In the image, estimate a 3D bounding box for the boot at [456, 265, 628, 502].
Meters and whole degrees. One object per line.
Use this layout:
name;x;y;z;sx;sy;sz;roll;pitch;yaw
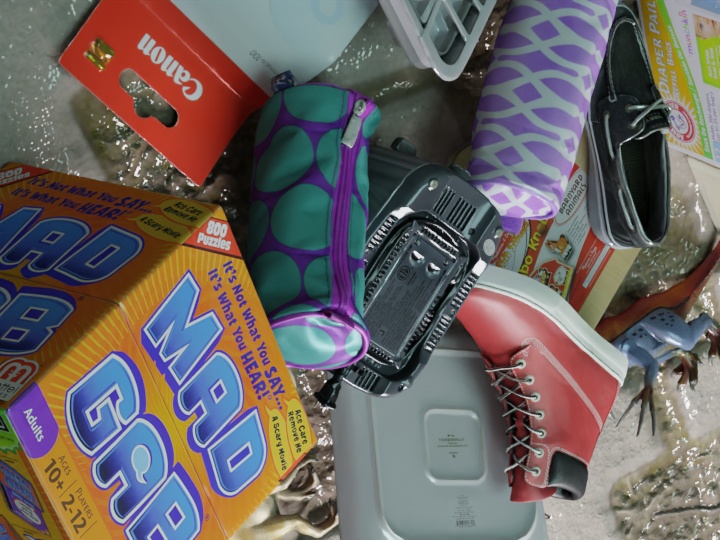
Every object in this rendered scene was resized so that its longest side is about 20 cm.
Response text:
boot;0.118;0.093;1.633;0.200;0.072;0.145;37;65;-35

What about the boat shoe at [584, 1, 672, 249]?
boat shoe;0.216;-0.114;1.687;0.072;0.071;0.201;-17;105;-32

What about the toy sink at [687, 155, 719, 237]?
toy sink;0.395;-0.066;1.774;0.130;0.200;0.112;-42;128;-16

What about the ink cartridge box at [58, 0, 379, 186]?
ink cartridge box;-0.089;-0.173;1.467;0.200;0.047;0.160;-54;131;-8

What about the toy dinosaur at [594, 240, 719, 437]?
toy dinosaur;0.215;0.061;1.803;0.181;0.105;0.201;15;63;-27

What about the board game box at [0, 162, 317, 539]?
board game box;-0.188;0.080;1.374;0.200;0.200;0.200;-46;132;-33

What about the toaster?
toaster;0.000;0.000;1.554;0.114;0.129;0.200;32;88;-40

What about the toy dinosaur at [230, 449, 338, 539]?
toy dinosaur;-0.072;0.188;1.645;0.101;0.058;0.200;-24;122;-9

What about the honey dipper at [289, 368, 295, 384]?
honey dipper;-0.138;0.122;1.568;0.200;0.038;0.038;-31;125;-20

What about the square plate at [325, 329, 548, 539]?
square plate;0.066;0.137;1.659;0.200;0.028;0.199;4;73;-34

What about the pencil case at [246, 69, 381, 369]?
pencil case;-0.031;-0.033;1.452;0.085;0.092;0.200;23;54;-31

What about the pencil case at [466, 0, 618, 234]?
pencil case;0.132;-0.135;1.598;0.084;0.086;0.200;18;75;0

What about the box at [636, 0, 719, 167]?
box;0.296;-0.189;1.704;0.101;0.112;0.200;-32;126;-24

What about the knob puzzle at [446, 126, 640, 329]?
knob puzzle;0.131;-0.034;1.700;0.219;0.030;0.220;-5;99;-34

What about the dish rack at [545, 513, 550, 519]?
dish rack;0.097;0.212;1.760;0.153;0.055;0.201;-1;103;-35

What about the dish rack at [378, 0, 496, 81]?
dish rack;0.036;-0.250;1.495;0.200;0.043;0.172;62;40;-36
